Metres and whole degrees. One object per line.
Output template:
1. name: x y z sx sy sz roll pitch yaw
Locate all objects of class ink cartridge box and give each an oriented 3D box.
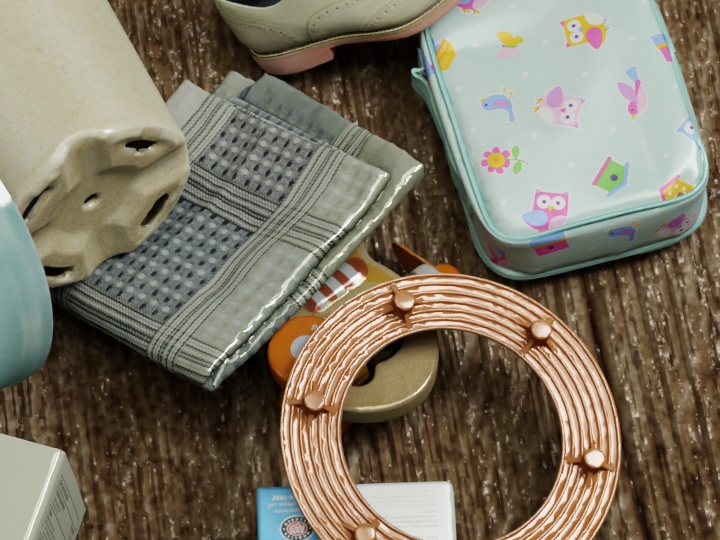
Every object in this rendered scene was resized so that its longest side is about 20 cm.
1. ink cartridge box: 0.001 0.226 1.581 0.115 0.068 0.201 -2 65 0

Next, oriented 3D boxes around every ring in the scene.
1. ring: 0.053 0.093 1.591 0.200 0.019 0.201 3 69 -8

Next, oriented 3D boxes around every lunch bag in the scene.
1. lunch bag: 0.120 -0.099 1.719 0.160 0.077 0.201 -16 64 1

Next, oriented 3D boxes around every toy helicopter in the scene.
1. toy helicopter: 0.000 0.000 1.682 0.132 0.079 0.201 -13 59 -1

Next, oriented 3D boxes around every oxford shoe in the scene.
1. oxford shoe: -0.002 -0.183 1.712 0.200 0.074 0.071 -24 46 26

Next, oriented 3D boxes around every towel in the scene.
1. towel: -0.087 -0.034 1.680 0.200 0.035 0.192 -46 45 -18

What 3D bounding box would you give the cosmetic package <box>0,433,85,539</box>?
1. cosmetic package: -0.226 0.200 1.582 0.073 0.104 0.201 14 66 9

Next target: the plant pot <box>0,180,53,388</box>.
1. plant pot: -0.291 0.009 1.586 0.200 0.201 0.134 43 55 18

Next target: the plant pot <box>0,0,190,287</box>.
1. plant pot: -0.201 -0.099 1.652 0.200 0.201 0.184 -33 63 -12
